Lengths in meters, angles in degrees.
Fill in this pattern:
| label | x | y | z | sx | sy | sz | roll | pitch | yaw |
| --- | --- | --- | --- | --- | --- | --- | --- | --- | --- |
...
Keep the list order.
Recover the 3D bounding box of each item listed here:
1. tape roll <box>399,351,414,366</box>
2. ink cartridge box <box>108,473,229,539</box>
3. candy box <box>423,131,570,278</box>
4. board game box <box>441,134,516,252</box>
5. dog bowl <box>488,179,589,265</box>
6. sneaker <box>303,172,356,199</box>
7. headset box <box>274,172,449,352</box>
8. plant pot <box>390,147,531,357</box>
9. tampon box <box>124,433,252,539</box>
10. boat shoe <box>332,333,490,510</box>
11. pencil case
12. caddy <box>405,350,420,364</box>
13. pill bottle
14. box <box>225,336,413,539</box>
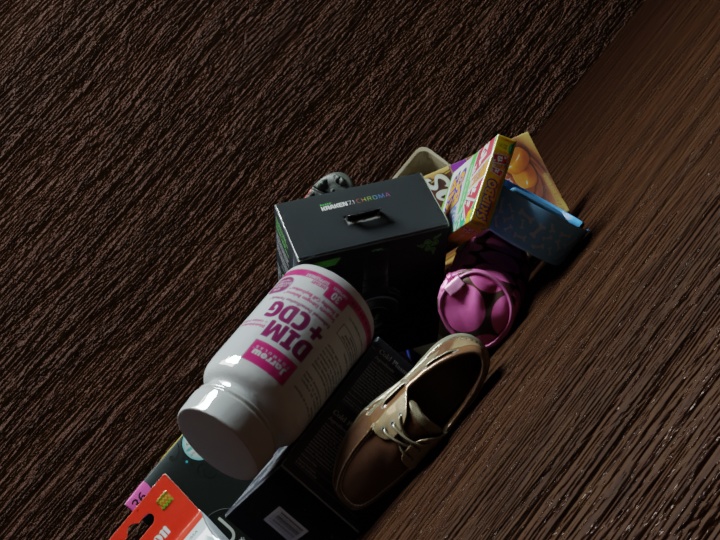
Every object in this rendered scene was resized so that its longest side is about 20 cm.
| label | x | y | z | sx | sy | sz | roll | pitch | yaw |
| --- | --- | --- | --- | --- | --- | --- | --- | --- | --- |
| tape roll | -0.036 | 0.144 | 1.459 | 0.198 | 0.085 | 0.201 | -24 | -39 | -20 |
| ink cartridge box | -0.227 | 0.366 | 1.425 | 0.163 | 0.200 | 0.050 | -49 | -19 | 1 |
| candy box | 0.140 | -0.074 | 1.458 | 0.198 | 0.118 | 0.057 | -24 | -17 | -6 |
| board game box | 0.116 | -0.076 | 1.292 | 0.200 | 0.030 | 0.097 | 131 | 158 | -78 |
| dog bowl | 0.185 | -0.054 | 1.303 | 0.050 | 0.111 | 0.200 | -62 | -1 | 9 |
| sneaker | -0.041 | -0.044 | 1.543 | 0.098 | 0.070 | 0.202 | -33 | -33 | -53 |
| headset box | 0.000 | 0.000 | 1.320 | 0.172 | 0.093 | 0.201 | -13 | -43 | -15 |
| plant pot | 0.089 | 0.002 | 1.559 | 0.200 | 0.199 | 0.177 | -49 | -11 | -22 |
| tampon box | -0.174 | 0.299 | 1.543 | 0.150 | 0.200 | 0.126 | -50 | 0 | 1 |
| boat shoe | 0.046 | 0.139 | 1.109 | 0.201 | 0.076 | 0.072 | -52 | 2 | -2 |
| pencil case | 0.133 | 0.014 | 1.309 | 0.090 | 0.094 | 0.200 | -31 | 8 | 16 |
| caddy | 0.010 | 0.124 | 1.805 | 0.105 | 0.141 | 0.200 | -45 | -4 | -48 |
| pill bottle | -0.081 | 0.098 | 1.164 | 0.200 | 0.113 | 0.113 | -51 | 1 | -34 |
| box | -0.026 | 0.198 | 1.252 | 0.183 | 0.104 | 0.200 | -51 | 2 | -33 |
